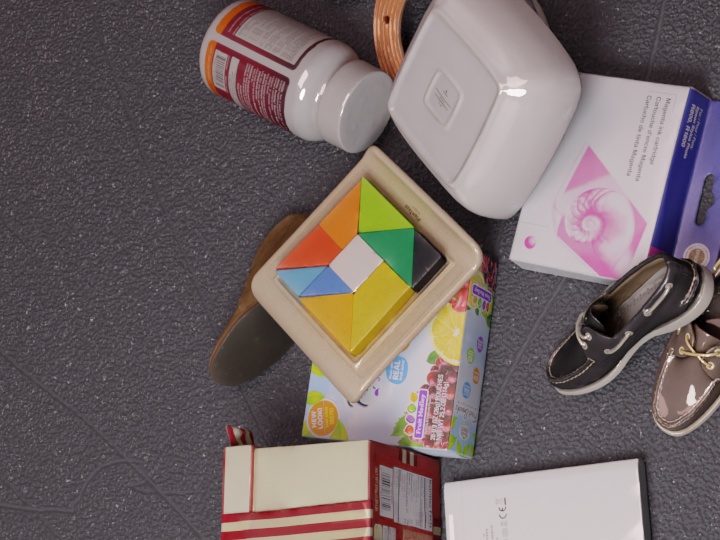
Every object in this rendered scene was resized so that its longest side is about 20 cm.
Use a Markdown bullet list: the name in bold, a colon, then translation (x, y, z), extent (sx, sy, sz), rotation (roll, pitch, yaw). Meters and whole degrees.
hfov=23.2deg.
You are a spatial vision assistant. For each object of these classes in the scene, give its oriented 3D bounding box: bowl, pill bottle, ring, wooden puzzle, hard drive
- **bowl**: translation (0.105, -0.171, 1.704), extent (0.201, 0.074, 0.201), rotation (55, 135, 31)
- **pill bottle**: translation (-0.067, -0.203, 1.852), extent (0.199, 0.109, 0.110), rotation (29, 92, 31)
- **ring**: translation (0.093, -0.236, 1.779), extent (0.199, 0.019, 0.203), rotation (18, 118, 38)
- **wooden puzzle**: translation (0.000, 0.000, 1.730), extent (0.200, 0.037, 0.185), rotation (-49, 58, 7)
- **hard drive**: translation (0.176, 0.255, 1.652), extent (0.198, 0.027, 0.133), rotation (-11, 72, 26)

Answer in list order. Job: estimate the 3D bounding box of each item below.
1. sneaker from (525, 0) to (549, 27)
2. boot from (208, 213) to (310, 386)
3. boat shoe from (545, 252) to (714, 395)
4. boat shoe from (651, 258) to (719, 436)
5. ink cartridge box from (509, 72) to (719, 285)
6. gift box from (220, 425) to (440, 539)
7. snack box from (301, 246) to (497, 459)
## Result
- **sneaker**: translation (0.132, -0.288, 1.780), extent (0.076, 0.085, 0.202), rotation (-23, 68, 21)
- **boot**: translation (-0.098, 0.030, 1.844), extent (0.201, 0.073, 0.075), rotation (-54, 41, 2)
- **boat shoe**: translation (0.235, 0.049, 1.622), extent (0.200, 0.060, 0.075), rotation (-36, 44, 39)
- **boat shoe**: translation (0.322, 0.058, 1.602), extent (0.072, 0.059, 0.201), rotation (33, 94, 24)
- **ink cartridge box**: translation (0.258, -0.084, 1.686), extent (0.198, 0.043, 0.199), rotation (10, 82, 31)
- **gift box**: translation (-0.043, 0.245, 1.679), extent (0.185, 0.200, 0.187), rotation (-8, 69, 28)
- **snack box**: translation (0.039, 0.079, 1.747), extent (0.167, 0.068, 0.202), rotation (3, 77, 29)
